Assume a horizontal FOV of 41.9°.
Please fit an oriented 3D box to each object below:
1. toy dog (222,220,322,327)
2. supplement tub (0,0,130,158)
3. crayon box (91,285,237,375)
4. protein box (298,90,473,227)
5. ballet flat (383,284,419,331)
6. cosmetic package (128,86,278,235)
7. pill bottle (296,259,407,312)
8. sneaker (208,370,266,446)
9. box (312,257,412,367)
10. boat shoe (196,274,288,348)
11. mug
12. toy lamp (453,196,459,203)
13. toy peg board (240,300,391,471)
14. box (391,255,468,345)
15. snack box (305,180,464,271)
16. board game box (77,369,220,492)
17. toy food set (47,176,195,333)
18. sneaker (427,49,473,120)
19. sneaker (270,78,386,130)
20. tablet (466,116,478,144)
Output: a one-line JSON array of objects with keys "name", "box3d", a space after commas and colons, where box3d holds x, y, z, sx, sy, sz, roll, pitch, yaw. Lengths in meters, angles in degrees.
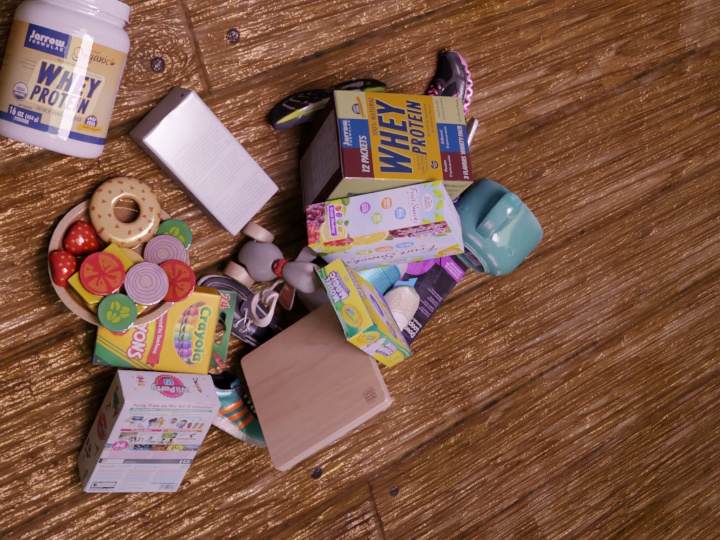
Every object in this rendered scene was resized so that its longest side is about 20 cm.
[{"name": "toy dog", "box3d": [-0.118, 0.004, 1.411, 0.132, 0.200, 0.096, -49, 135, 9]}, {"name": "supplement tub", "box3d": [-0.376, -0.255, 1.191, 0.144, 0.144, 0.201, 12, 98, -34]}, {"name": "crayon box", "box3d": [-0.283, 0.081, 1.379, 0.199, 0.051, 0.127, 7, 100, -19]}, {"name": "protein box", "box3d": [0.031, -0.158, 1.397, 0.198, 0.200, 0.135, 0, 73, -19]}, {"name": "ballet flat", "box3d": [0.039, 0.099, 1.542, 0.067, 0.062, 0.200, 17, 139, -19]}, {"name": "cosmetic package", "box3d": [-0.224, -0.157, 1.360, 0.101, 0.071, 0.200, -47, 123, -11]}, {"name": "pill bottle", "box3d": [0.000, 0.000, 1.524, 0.200, 0.111, 0.111, -45, 123, -12]}, {"name": "sneaker", "box3d": [-0.198, 0.211, 1.487, 0.200, 0.071, 0.080, 36, 89, -33]}, {"name": "box", "box3d": [0.002, 0.059, 1.337, 0.048, 0.118, 0.200, -33, 154, 11]}, {"name": "boat shoe", "box3d": [-0.172, 0.075, 1.467, 0.200, 0.063, 0.073, 42, 83, -33]}, {"name": "mug", "box3d": [0.214, -0.073, 1.604, 0.114, 0.152, 0.185, -46, 139, -9]}, {"name": "toy lamp", "box3d": [0.077, -0.131, 1.566, 0.199, 0.058, 0.058, -2, 105, -30]}, {"name": "toy peg board", "box3d": [-0.052, 0.178, 1.420, 0.200, 0.199, 0.098, -34, 144, 13]}, {"name": "box", "box3d": [0.082, 0.031, 1.630, 0.143, 0.036, 0.200, 42, 82, -34]}, {"name": "snack box", "box3d": [0.040, -0.059, 1.375, 0.169, 0.199, 0.068, 46, 37, -70]}, {"name": "board game box", "box3d": [-0.312, 0.240, 1.381, 0.147, 0.064, 0.200, 8, 128, -34]}, {"name": "toy food set", "box3d": [-0.328, -0.016, 1.306, 0.198, 0.049, 0.200, 47, 66, -5]}, {"name": "sneaker", "box3d": [0.126, -0.263, 1.553, 0.095, 0.079, 0.201, 0, 104, -20]}, {"name": "sneaker", "box3d": [-0.044, -0.237, 1.450, 0.200, 0.074, 0.081, -17, 116, -25]}, {"name": "tablet", "box3d": [0.144, -0.148, 1.497, 0.014, 0.130, 0.201, 20, 102, 1]}]
